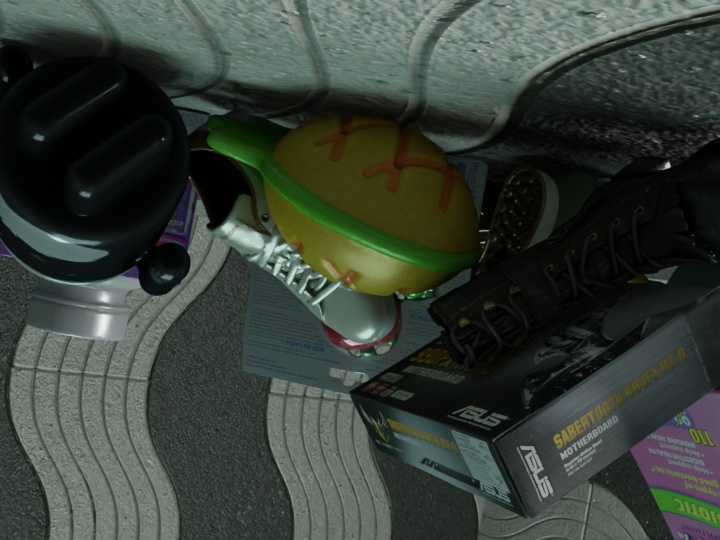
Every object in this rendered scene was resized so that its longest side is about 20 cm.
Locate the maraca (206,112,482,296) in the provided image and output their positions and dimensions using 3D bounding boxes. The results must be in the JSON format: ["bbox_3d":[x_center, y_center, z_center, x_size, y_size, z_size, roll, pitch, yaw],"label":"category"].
[{"bbox_3d":[-0.011,-0.053,0.615,0.199,0.107,0.137,32,-162,21],"label":"maraca"}]

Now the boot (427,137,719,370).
[{"bbox_3d":[0.125,0.003,0.526,0.174,0.069,0.200,-32,-174,-5],"label":"boot"}]

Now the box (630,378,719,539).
[{"bbox_3d":[0.260,0.125,0.556,0.096,0.201,0.176,-33,-168,-20],"label":"box"}]

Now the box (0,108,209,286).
[{"bbox_3d":[-0.227,-0.072,0.744,0.199,0.138,0.039,11,179,-9],"label":"box"}]

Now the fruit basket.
[{"bbox_3d":[0.000,0.000,0.759,0.184,0.201,0.094,9,-166,18],"label":"fruit basket"}]

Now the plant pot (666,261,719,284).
[{"bbox_3d":[0.393,0.062,0.902,0.199,0.201,0.188,11,-165,-32],"label":"plant pot"}]

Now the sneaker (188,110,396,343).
[{"bbox_3d":[-0.060,-0.017,0.677,0.073,0.200,0.085,-41,180,37],"label":"sneaker"}]

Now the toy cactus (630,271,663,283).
[{"bbox_3d":[0.237,-0.019,1.047,0.199,0.103,0.165,8,-162,8],"label":"toy cactus"}]

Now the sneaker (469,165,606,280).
[{"bbox_3d":[0.133,0.003,0.738,0.089,0.201,0.067,-3,-132,-25],"label":"sneaker"}]

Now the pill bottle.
[{"bbox_3d":[-0.247,-0.041,0.888,0.119,0.201,0.120,10,179,0],"label":"pill bottle"}]

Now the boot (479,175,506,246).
[{"bbox_3d":[0.104,-0.058,0.792,0.199,0.074,0.076,15,150,4],"label":"boot"}]

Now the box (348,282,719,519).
[{"bbox_3d":[0.100,0.064,0.567,0.158,0.049,0.200,-30,-169,-18],"label":"box"}]

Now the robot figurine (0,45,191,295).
[{"bbox_3d":[-0.178,-0.062,0.623,0.124,0.151,0.200,1,166,-20],"label":"robot figurine"}]
